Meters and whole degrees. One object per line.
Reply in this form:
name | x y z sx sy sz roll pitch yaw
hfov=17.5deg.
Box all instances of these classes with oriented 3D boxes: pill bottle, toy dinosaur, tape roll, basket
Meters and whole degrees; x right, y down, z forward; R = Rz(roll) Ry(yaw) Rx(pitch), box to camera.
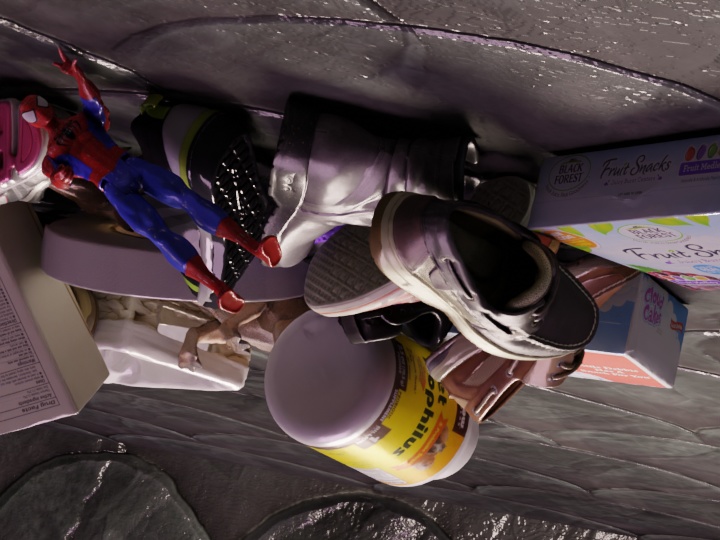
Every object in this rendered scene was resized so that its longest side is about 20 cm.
pill bottle | 0.016 0.103 1.801 0.109 0.110 0.200 6 166 30
toy dinosaur | -0.068 0.030 1.861 0.199 0.136 0.086 25 145 -11
tape roll | -0.134 -0.010 1.732 0.202 0.037 0.203 5 -172 -1
basket | -0.189 0.024 1.938 0.135 0.124 0.200 21 165 -38
toy dinosaur | -0.189 -0.056 1.702 0.199 0.058 0.101 17 169 -26

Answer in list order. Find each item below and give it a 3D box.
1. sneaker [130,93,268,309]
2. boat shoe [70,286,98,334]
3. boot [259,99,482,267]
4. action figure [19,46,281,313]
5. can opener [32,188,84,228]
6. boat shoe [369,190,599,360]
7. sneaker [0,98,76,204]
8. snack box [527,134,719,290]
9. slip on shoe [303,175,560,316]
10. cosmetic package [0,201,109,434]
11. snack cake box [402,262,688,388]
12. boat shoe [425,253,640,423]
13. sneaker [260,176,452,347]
sneaker | -0.113 -0.054 1.560 0.083 0.072 0.200 24 148 16
boat shoe | -0.287 -0.004 1.880 0.067 0.072 0.200 16 -162 -46
boot | 0.006 -0.039 1.502 0.131 0.070 0.200 12 163 -1
action figure | -0.147 -0.061 1.444 0.200 0.065 0.099 36 171 23
can opener | -0.303 -0.058 1.857 0.199 0.079 0.064 6 129 14
boat shoe | 0.089 0.007 1.439 0.066 0.072 0.201 2 160 45
sneaker | -0.264 -0.068 1.613 0.199 0.074 0.087 -21 170 36
snack box | 0.215 -0.032 1.386 0.142 0.053 0.200 20 167 -30
slip on shoe | 0.046 -0.007 1.556 0.199 0.074 0.061 -18 140 32
cosmetic package | -0.281 0.018 1.758 0.103 0.201 0.073 -15 -162 23
snack cake box | 0.136 0.036 1.786 0.199 0.067 0.115 6 166 27
boat shoe | 0.133 0.047 1.670 0.076 0.072 0.200 -25 171 -46
sneaker | 0.001 0.000 1.653 0.200 0.100 0.069 24 164 -35
